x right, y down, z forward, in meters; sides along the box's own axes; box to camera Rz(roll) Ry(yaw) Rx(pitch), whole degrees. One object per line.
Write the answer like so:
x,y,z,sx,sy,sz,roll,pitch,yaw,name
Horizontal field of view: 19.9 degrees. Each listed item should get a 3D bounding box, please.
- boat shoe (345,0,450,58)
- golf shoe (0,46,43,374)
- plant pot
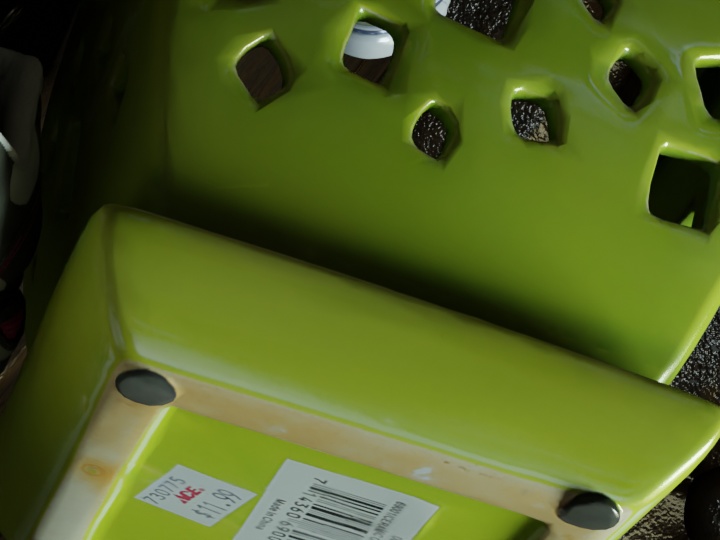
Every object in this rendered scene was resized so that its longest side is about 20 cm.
0.038,-0.210,1.271,0.200,0.072,0.062,-56,158,-36,boat shoe
-0.125,0.002,0.476,0.200,0.077,0.088,-70,-177,-71,golf shoe
0.000,0.000,0.601,0.200,0.198,0.182,125,-20,-55,plant pot
